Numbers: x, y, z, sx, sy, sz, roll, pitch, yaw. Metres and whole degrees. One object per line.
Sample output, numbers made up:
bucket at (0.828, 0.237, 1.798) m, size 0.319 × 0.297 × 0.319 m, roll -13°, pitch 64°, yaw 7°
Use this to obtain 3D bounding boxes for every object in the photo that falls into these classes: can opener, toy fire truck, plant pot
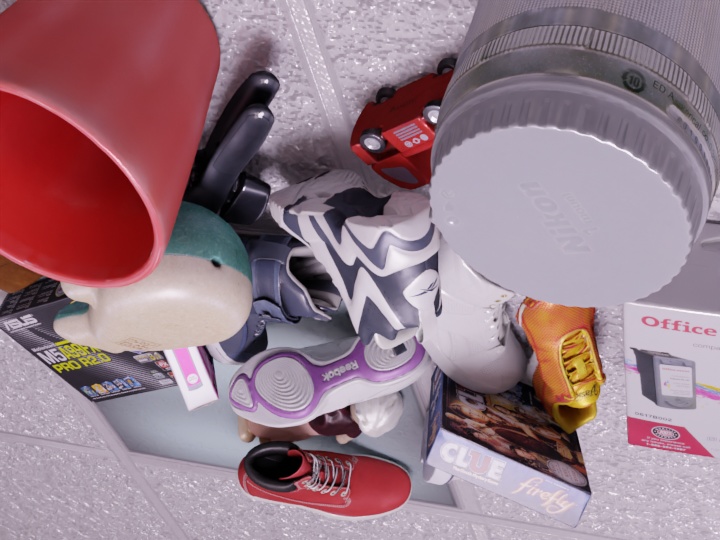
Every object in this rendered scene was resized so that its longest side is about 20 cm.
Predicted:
can opener at (-0.099, -0.098, 0.938) m, size 0.077 × 0.064 × 0.200 m, roll 4°, pitch 155°, yaw -17°
toy fire truck at (0.102, -0.091, 0.850) m, size 0.141 × 0.049 × 0.198 m, roll 40°, pitch 143°, yaw -28°
plant pot at (-0.196, -0.120, 0.858) m, size 0.197 × 0.179 × 0.202 m, roll 15°, pitch 144°, yaw 11°

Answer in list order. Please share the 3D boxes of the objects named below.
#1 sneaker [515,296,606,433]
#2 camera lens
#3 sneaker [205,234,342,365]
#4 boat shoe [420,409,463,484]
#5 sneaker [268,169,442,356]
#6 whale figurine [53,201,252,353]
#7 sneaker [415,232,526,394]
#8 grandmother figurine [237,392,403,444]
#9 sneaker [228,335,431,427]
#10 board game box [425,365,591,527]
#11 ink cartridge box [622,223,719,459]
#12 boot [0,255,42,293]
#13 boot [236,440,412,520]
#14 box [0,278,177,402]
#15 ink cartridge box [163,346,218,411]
sneaker at (0.176, 0.065, 0.985) m, size 0.072 × 0.078 × 0.201 m, roll -30°, pitch 145°, yaw -6°
camera lens at (0.132, -0.103, 0.682) m, size 0.157 × 0.202 × 0.161 m, roll 14°, pitch 145°, yaw 10°
sneaker at (-0.077, 0.033, 1.094) m, size 0.143 × 0.078 × 0.203 m, roll 2°, pitch 152°, yaw 14°
boat shoe at (0.096, 0.169, 1.142) m, size 0.068 × 0.072 × 0.200 m, roll 8°, pitch 173°, yaw 1°
sneaker at (0.000, 0.000, 0.926) m, size 0.198 × 0.079 × 0.132 m, roll 15°, pitch 124°, yaw 51°
whale figurine at (-0.173, 0.009, 0.977) m, size 0.157 × 0.106 × 0.199 m, roll 17°, pitch 153°, yaw -37°
sneaker at (0.106, 0.033, 0.996) m, size 0.114 × 0.075 × 0.200 m, roll -18°, pitch 134°, yaw 39°
grandmother figurine at (-0.041, 0.152, 1.257) m, size 0.198 × 0.062 × 0.120 m, roll -13°, pitch 161°, yaw 36°
sneaker at (-0.025, 0.106, 1.119) m, size 0.196 × 0.076 × 0.100 m, roll -14°, pitch 163°, yaw 7°
board game box at (0.125, 0.140, 1.040) m, size 0.134 × 0.200 × 0.035 m, roll 23°, pitch 105°, yaw -2°
ink cartridge box at (0.281, 0.062, 0.927) m, size 0.145 × 0.087 × 0.201 m, roll 7°, pitch 144°, yaw 20°
boot at (-0.359, -0.054, 1.166) m, size 0.198 × 0.069 × 0.188 m, roll -7°, pitch 144°, yaw 46°
boot at (-0.031, 0.223, 1.276) m, size 0.196 × 0.074 × 0.144 m, roll 7°, pitch 163°, yaw -9°
box at (-0.279, 0.070, 1.282) m, size 0.198 × 0.045 × 0.160 m, roll -14°, pitch 132°, yaw 40°
ink cartridge box at (-0.180, 0.021, 1.090) m, size 0.037 × 0.095 × 0.203 m, roll -21°, pitch 114°, yaw -1°
